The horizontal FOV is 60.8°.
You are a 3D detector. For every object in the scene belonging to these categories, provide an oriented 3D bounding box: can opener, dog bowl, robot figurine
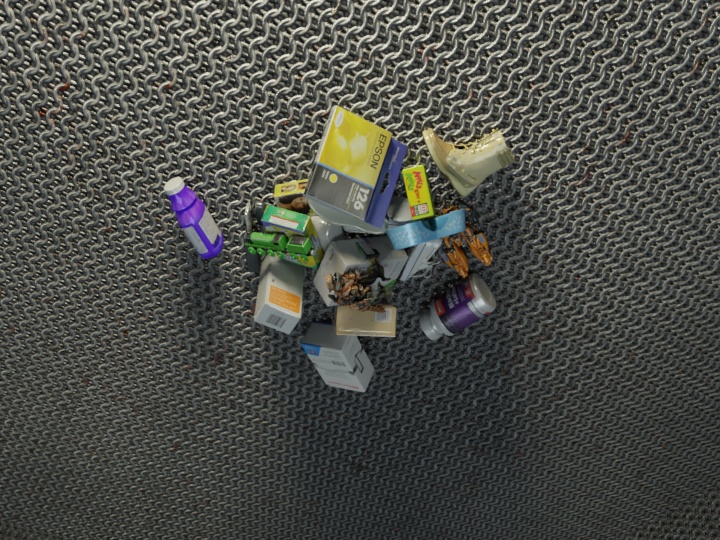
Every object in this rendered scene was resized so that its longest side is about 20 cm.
[{"bbox_3d":[-0.254,-0.083,1.509,0.064,0.054,0.204,3,132,2],"label":"can opener"},{"bbox_3d":[0.154,-0.092,1.395,0.194,0.111,0.051,-17,92,-18],"label":"dog bowl"},{"bbox_3d":[0.247,-0.078,1.530,0.142,0.059,0.201,-28,127,19],"label":"robot figurine"}]

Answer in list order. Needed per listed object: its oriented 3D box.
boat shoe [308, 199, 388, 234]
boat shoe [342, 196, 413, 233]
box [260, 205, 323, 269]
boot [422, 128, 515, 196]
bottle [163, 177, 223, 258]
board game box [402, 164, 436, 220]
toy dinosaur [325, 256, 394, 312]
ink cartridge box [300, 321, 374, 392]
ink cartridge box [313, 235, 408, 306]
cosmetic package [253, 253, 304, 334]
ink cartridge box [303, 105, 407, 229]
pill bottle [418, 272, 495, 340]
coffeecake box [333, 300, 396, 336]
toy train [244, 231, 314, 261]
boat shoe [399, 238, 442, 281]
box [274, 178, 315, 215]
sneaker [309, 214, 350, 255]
[{"bbox_3d":[-0.025,-0.144,1.391,0.194,0.063,0.076,14,134,-13],"label":"boat shoe"},{"bbox_3d":[0.048,-0.129,1.480,0.193,0.076,0.066,0,150,1],"label":"boat shoe"},{"bbox_3d":[-0.158,-0.070,1.471,0.114,0.049,0.201,15,156,17],"label":"box"},{"bbox_3d":[0.239,-0.269,1.352,0.153,0.074,0.200,-31,128,23],"label":"boot"},{"bbox_3d":[-0.393,-0.125,1.447,0.063,0.085,0.203,-14,132,12],"label":"bottle"},{"bbox_3d":[0.131,-0.165,1.341,0.046,0.200,0.105,-12,92,9],"label":"board game box"},{"bbox_3d":[0.001,0.046,1.430,0.134,0.105,0.199,-30,160,21],"label":"toy dinosaur"},{"bbox_3d":[-0.063,0.248,1.756,0.142,0.086,0.203,5,140,31],"label":"ink cartridge box"},{"bbox_3d":[0.000,0.000,1.517,0.195,0.085,0.147,-8,139,-37],"label":"ink cartridge box"},{"bbox_3d":[-0.199,0.047,1.527,0.099,0.203,0.072,23,128,-22],"label":"cosmetic package"},{"bbox_3d":[-0.003,-0.219,1.331,0.195,0.047,0.204,20,86,-17],"label":"ink cartridge box"},{"bbox_3d":[0.257,0.104,1.656,0.198,0.113,0.111,-35,125,25],"label":"pill bottle"},{"bbox_3d":[0.007,0.121,1.604,0.148,0.200,0.076,2,92,-5],"label":"coffeecake box"},{"bbox_3d":[-0.192,-0.060,1.421,0.195,0.042,0.057,8,141,30],"label":"toy train"},{"bbox_3d":[0.159,-0.029,1.538,0.084,0.076,0.204,18,143,-5],"label":"boat shoe"},{"bbox_3d":[-0.100,-0.175,1.438,0.193,0.051,0.077,-11,132,7],"label":"box"},{"bbox_3d":[-0.079,-0.075,1.523,0.087,0.076,0.202,26,157,24],"label":"sneaker"}]
